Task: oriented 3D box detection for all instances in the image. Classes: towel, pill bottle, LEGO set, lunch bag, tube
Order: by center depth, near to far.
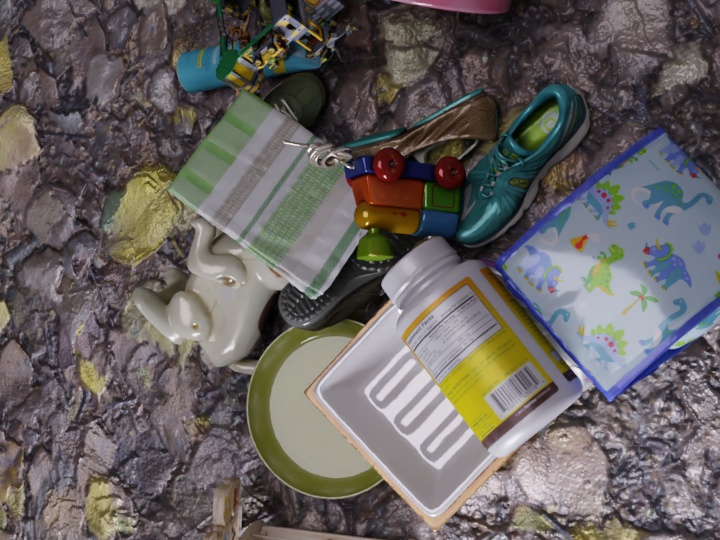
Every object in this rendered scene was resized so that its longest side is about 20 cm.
[{"bbox_3d":[0.251,0.000,0.919,0.199,0.128,0.170,-35,69,-12],"label":"lunch bag"},{"bbox_3d":[0.109,0.068,0.935,0.109,0.109,0.200,-42,75,18],"label":"pill bottle"},{"bbox_3d":[-0.084,-0.082,1.053,0.199,0.031,0.150,35,72,1],"label":"towel"},{"bbox_3d":[-0.085,-0.276,1.124,0.154,0.116,0.201,-40,44,24],"label":"LEGO set"},{"bbox_3d":[-0.127,-0.256,1.195,0.199,0.050,0.078,-6,61,24],"label":"tube"}]

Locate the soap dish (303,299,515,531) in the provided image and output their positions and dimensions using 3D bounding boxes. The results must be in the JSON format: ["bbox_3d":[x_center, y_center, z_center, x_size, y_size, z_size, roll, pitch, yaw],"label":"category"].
[{"bbox_3d":[0.064,0.142,1.030,0.200,0.081,0.157,45,95,13],"label":"soap dish"}]

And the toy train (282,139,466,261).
[{"bbox_3d":[0.010,-0.062,1.001,0.085,0.199,0.117,170,103,-64],"label":"toy train"}]

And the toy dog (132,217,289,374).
[{"bbox_3d":[-0.131,0.009,1.132,0.200,0.139,0.194,-42,83,18],"label":"toy dog"}]

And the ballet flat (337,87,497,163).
[{"bbox_3d":[0.063,-0.134,1.091,0.199,0.068,0.073,-19,98,21],"label":"ballet flat"}]

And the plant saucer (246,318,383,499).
[{"bbox_3d":[-0.031,0.154,1.114,0.198,0.031,0.202,-1,85,16],"label":"plant saucer"}]

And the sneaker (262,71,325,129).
[{"bbox_3d":[-0.111,-0.146,1.129,0.200,0.090,0.067,-43,108,-1],"label":"sneaker"}]

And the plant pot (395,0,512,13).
[{"bbox_3d":[0.074,-0.368,0.993,0.199,0.200,0.180,22,114,26],"label":"plant pot"}]

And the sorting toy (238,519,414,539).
[{"bbox_3d":[-0.062,0.346,1.042,0.199,0.180,0.108,0,92,24],"label":"sorting toy"}]

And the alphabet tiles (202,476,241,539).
[{"bbox_3d":[-0.150,0.335,1.093,0.014,0.196,0.202,2,87,4],"label":"alphabet tiles"}]

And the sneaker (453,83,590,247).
[{"bbox_3d":[0.154,-0.113,1.026,0.077,0.080,0.200,42,106,22],"label":"sneaker"}]

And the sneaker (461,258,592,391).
[{"bbox_3d":[0.164,0.052,1.012,0.199,0.075,0.100,27,97,26],"label":"sneaker"}]

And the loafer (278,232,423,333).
[{"bbox_3d":[0.000,0.000,1.090,0.199,0.070,0.075,-32,65,-5],"label":"loafer"}]
